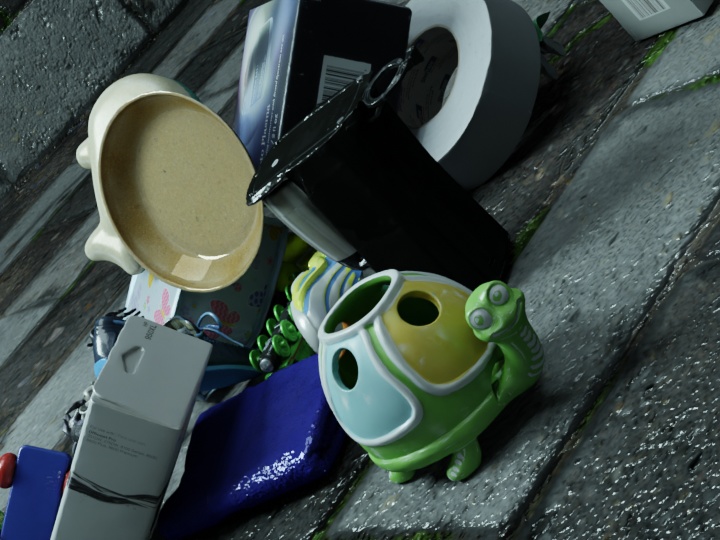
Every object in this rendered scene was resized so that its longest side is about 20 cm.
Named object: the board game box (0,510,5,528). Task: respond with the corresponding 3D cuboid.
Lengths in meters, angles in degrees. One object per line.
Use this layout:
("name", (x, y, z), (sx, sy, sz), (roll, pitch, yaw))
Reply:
("board game box", (-0.397, 0.292, 1.696), (0.036, 0.152, 0.201), (-32, 21, 25))

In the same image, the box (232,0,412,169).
("box", (-0.048, -0.162, 1.745), (0.198, 0.122, 0.203), (-177, 96, -72))

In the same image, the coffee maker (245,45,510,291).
("coffee maker", (0.032, -0.051, 1.477), (0.191, 0.200, 0.135), (-22, 29, 53))

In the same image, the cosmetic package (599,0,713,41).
("cosmetic package", (0.316, -0.321, 1.672), (0.201, 0.090, 0.107), (-56, 19, -26))

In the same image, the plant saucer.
("plant saucer", (-0.166, -0.079, 1.697), (0.199, 0.202, 0.035), (-28, 3, 38))

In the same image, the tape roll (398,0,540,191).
("tape roll", (0.087, -0.180, 1.721), (0.200, 0.066, 0.203), (-29, 53, 47))

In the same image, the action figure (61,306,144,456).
("action figure", (-0.239, 0.141, 1.764), (0.101, 0.119, 0.201), (-14, -40, -31))

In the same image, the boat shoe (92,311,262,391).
("boat shoe", (-0.167, 0.072, 1.666), (0.084, 0.069, 0.199), (-26, -21, 31))

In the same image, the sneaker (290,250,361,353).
("sneaker", (0.000, 0.000, 1.635), (0.105, 0.076, 0.201), (-34, 19, 24))

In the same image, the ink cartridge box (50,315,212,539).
("ink cartridge box", (-0.204, 0.165, 1.539), (0.145, 0.083, 0.202), (-76, 5, -61))

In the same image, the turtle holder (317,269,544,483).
("turtle holder", (0.046, 0.071, 1.280), (0.141, 0.132, 0.185), (-46, 18, -12))

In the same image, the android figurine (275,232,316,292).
("android figurine", (-0.028, -0.043, 1.853), (0.182, 0.041, 0.200), (-46, 16, -10))

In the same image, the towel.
("towel", (-0.081, 0.152, 1.518), (0.199, 0.050, 0.149), (-28, 30, 37))

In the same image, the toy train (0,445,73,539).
("toy train", (-0.313, 0.272, 1.695), (0.116, 0.084, 0.202), (57, -136, -83))

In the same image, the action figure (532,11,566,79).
("action figure", (0.124, -0.167, 1.784), (0.200, 0.055, 0.119), (-37, 19, 41))

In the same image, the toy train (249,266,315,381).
("toy train", (-0.055, 0.052, 1.652), (0.042, 0.057, 0.200), (-33, 15, 26))

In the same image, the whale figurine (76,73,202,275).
("whale figurine", (-0.219, -0.099, 1.807), (0.103, 0.158, 0.202), (3, -78, -62))

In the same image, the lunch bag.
("lunch bag", (-0.168, 0.034, 1.835), (0.169, 0.126, 0.202), (-2, 70, 65))
